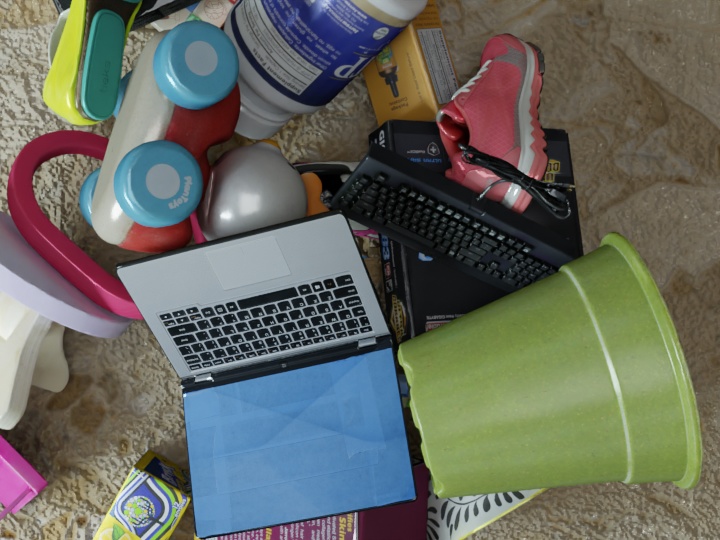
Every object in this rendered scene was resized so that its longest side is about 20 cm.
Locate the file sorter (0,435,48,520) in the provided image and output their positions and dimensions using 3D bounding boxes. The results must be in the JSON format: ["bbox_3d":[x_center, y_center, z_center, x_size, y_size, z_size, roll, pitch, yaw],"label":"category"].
[{"bbox_3d":[-0.400,0.170,0.799,0.200,0.139,0.125,47,55,-5],"label":"file sorter"}]

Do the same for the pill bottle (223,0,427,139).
[{"bbox_3d":[-0.048,-0.208,0.793,0.120,0.120,0.200,49,126,-5],"label":"pill bottle"}]

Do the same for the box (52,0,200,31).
[{"bbox_3d":[-0.193,-0.319,0.788,0.198,0.048,0.195,-23,94,-1],"label":"box"}]

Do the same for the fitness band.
[{"bbox_3d":[-0.222,-0.046,0.829,0.200,0.037,0.144,42,52,-4],"label":"fitness band"}]

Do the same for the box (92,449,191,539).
[{"bbox_3d":[-0.230,0.279,0.873,0.064,0.070,0.201,28,92,-2],"label":"box"}]

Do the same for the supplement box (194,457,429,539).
[{"bbox_3d":[-0.047,0.220,0.814,0.199,0.103,0.133,6,95,39],"label":"supplement box"}]

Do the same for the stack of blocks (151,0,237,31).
[{"bbox_3d":[-0.208,-0.276,0.843,0.199,0.059,0.116,37,91,-5],"label":"stack of blocks"}]

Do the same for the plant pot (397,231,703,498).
[{"bbox_3d":[0.132,0.092,0.708,0.188,0.200,0.202,-15,95,1],"label":"plant pot"}]

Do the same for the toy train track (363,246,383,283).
[{"bbox_3d":[0.000,0.000,0.832,0.198,0.032,0.116,-5,93,-20],"label":"toy train track"}]

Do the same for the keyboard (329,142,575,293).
[{"bbox_3d":[0.087,-0.046,0.726,0.198,0.021,0.127,23,134,-19],"label":"keyboard"}]

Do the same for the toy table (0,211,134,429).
[{"bbox_3d":[-0.309,0.036,0.809,0.117,0.184,0.200,-48,128,6],"label":"toy table"}]

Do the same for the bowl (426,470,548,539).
[{"bbox_3d":[0.120,0.176,0.845,0.200,0.201,0.095,-32,73,-1],"label":"bowl"}]

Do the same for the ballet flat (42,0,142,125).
[{"bbox_3d":[-0.214,-0.218,0.744,0.067,0.067,0.202,15,88,31],"label":"ballet flat"}]

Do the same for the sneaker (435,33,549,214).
[{"bbox_3d":[0.108,-0.141,0.783,0.086,0.074,0.202,12,49,-11],"label":"sneaker"}]

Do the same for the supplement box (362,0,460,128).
[{"bbox_3d":[0.032,-0.228,0.848,0.066,0.069,0.202,-13,95,34],"label":"supplement box"}]

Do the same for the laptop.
[{"bbox_3d":[-0.071,0.084,0.697,0.185,0.116,0.201,-13,128,11],"label":"laptop"}]

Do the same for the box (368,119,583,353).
[{"bbox_3d":[0.111,-0.030,0.829,0.198,0.050,0.201,0,78,-26],"label":"box"}]

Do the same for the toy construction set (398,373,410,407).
[{"bbox_3d":[-0.012,0.094,0.849,0.198,0.092,0.132,17,123,9],"label":"toy construction set"}]

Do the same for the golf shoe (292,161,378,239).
[{"bbox_3d":[0.009,-0.064,0.854,0.198,0.092,0.074,0,91,-5],"label":"golf shoe"}]

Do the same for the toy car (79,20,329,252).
[{"bbox_3d":[-0.106,-0.082,0.758,0.198,0.184,0.179,20,80,-25],"label":"toy car"}]
